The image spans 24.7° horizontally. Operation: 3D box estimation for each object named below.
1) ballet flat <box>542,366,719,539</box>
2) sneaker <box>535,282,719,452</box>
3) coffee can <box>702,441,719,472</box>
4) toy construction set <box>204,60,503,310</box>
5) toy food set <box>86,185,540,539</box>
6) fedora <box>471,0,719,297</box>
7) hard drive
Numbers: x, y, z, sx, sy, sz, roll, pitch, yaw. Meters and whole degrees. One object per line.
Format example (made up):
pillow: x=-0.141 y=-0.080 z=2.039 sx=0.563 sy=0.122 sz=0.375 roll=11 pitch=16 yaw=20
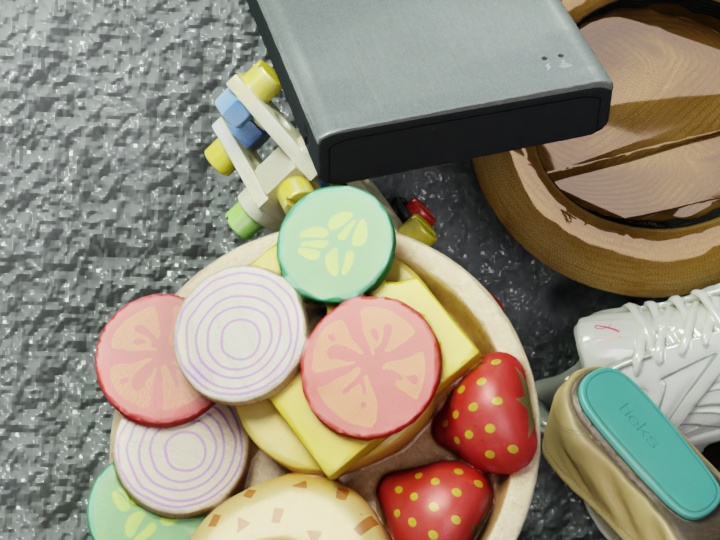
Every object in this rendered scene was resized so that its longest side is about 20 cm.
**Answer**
ballet flat: x=0.159 y=0.131 z=0.767 sx=0.068 sy=0.063 sz=0.200 roll=-19 pitch=59 yaw=-37
sneaker: x=0.158 y=0.045 z=0.819 sx=0.099 sy=0.078 sz=0.200 roll=29 pitch=126 yaw=-26
coffee can: x=0.263 y=0.159 z=0.863 sx=0.200 sy=0.146 sz=0.147 roll=44 pitch=82 yaw=-10
toy construction set: x=0.000 y=0.000 z=0.803 sx=0.092 sy=0.131 sz=0.202 roll=-28 pitch=68 yaw=19
toy food set: x=-0.023 y=0.071 z=0.701 sx=0.200 sy=0.049 sz=0.198 roll=-40 pitch=68 yaw=-1
fedora: x=0.150 y=-0.081 z=0.867 sx=0.198 sy=0.082 sz=0.203 roll=0 pitch=92 yaw=-5
hard drive: x=0.020 y=-0.128 z=0.794 sx=0.138 sy=0.201 sz=0.033 roll=-12 pitch=135 yaw=-11
